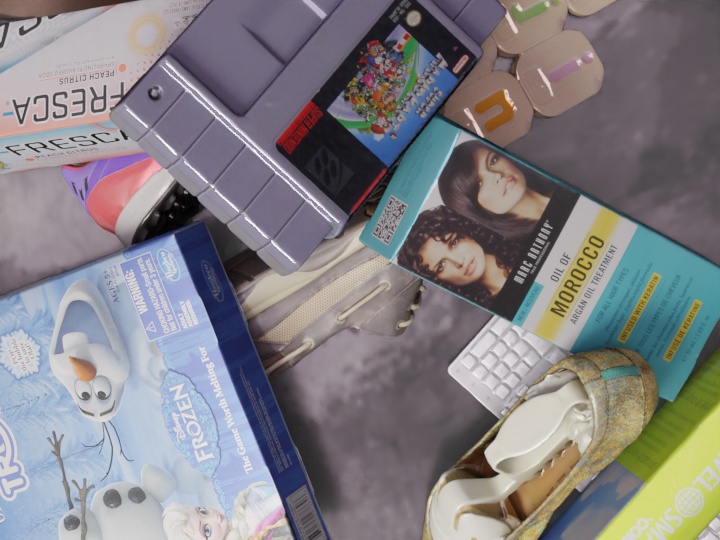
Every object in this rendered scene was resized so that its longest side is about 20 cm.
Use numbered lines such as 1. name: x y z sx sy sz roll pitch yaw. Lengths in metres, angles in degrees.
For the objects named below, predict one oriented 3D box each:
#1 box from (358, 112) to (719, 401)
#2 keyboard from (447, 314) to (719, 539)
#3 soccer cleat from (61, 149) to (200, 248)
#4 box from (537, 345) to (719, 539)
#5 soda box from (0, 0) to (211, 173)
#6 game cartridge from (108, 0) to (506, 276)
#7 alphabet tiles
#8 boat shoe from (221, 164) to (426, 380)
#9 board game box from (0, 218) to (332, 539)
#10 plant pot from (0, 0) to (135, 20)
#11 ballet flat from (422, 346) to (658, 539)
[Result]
1. box: 0.105 -0.007 1.370 0.200 0.049 0.082 26 95 -26
2. keyboard: 0.141 0.103 1.435 0.200 0.011 0.056 42 94 -2
3. soccer cleat: -0.087 -0.105 1.404 0.073 0.068 0.200 38 92 16
4. box: 0.158 0.126 1.371 0.048 0.122 0.200 43 89 -3
5. soda box: -0.152 -0.100 1.365 0.200 0.064 0.069 -7 74 22
6. game cartridge: -0.022 -0.108 1.305 0.130 0.038 0.200 41 64 -5
7. alphabet tiles: 0.049 -0.166 1.391 0.195 0.015 0.200 -31 92 -16
8. boat shoe: 0.000 0.000 1.410 0.200 0.075 0.073 -27 110 5
9. board game box: -0.139 0.098 1.393 0.199 0.043 0.200 -20 93 27
10. plant pot: -0.181 -0.245 1.345 0.200 0.200 0.184 3 83 2
11. ballet flat: 0.082 0.112 1.376 0.071 0.071 0.200 42 120 -1
